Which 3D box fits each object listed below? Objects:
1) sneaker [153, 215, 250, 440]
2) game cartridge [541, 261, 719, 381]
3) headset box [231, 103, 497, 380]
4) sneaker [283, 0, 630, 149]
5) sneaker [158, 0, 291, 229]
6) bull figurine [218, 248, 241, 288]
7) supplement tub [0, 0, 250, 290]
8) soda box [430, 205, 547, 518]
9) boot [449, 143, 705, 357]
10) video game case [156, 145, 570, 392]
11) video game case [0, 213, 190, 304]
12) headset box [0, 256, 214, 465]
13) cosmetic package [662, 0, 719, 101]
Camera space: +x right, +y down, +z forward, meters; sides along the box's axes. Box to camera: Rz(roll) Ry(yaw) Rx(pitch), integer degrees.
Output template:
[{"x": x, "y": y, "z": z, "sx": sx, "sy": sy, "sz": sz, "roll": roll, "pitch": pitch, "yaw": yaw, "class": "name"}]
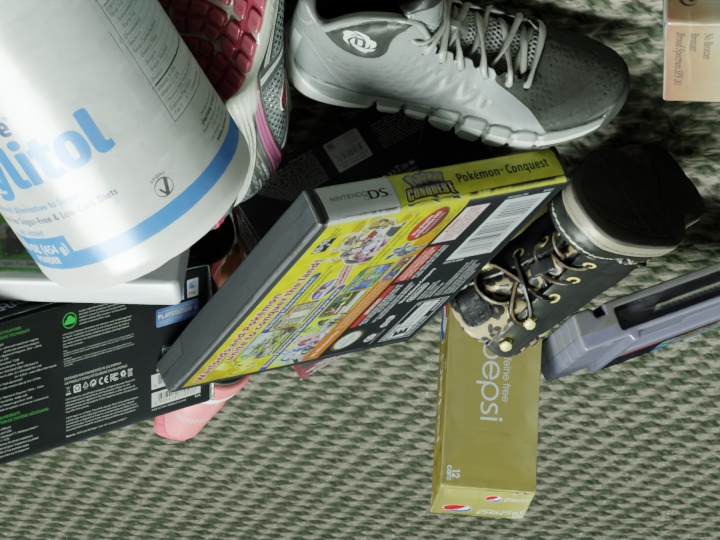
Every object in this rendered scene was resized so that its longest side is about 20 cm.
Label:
[{"x": -0.124, "y": 0.024, "z": 1.827, "sx": 0.074, "sy": 0.200, "sz": 0.087, "roll": 12, "pitch": 131, "yaw": -23, "class": "sneaker"}, {"x": 0.219, "y": 0.022, "z": 1.874, "sx": 0.199, "sy": 0.038, "sz": 0.130, "roll": -19, "pitch": 168, "yaw": -11, "class": "game cartridge"}, {"x": 0.005, "y": -0.021, "z": 1.769, "sx": 0.149, "sy": 0.077, "sz": 0.200, "roll": -29, "pitch": 160, "yaw": -10, "class": "headset box"}, {"x": 0.056, "y": -0.126, "z": 1.579, "sx": 0.199, "sy": 0.075, "sz": 0.116, "roll": 5, "pitch": 157, "yaw": -3, "class": "sneaker"}, {"x": -0.073, "y": -0.119, "z": 1.577, "sx": 0.081, "sy": 0.075, "sz": 0.200, "roll": 34, "pitch": 138, "yaw": 22, "class": "sneaker"}, {"x": -0.067, "y": 0.013, "z": 1.926, "sx": 0.065, "sy": 0.121, "sz": 0.200, "roll": 42, "pitch": 163, "yaw": 1, "class": "bull figurine"}, {"x": -0.157, "y": -0.102, "z": 1.480, "sx": 0.132, "sy": 0.132, "sz": 0.200, "roll": -12, "pitch": 125, "yaw": 35, "class": "supplement tub"}, {"x": 0.084, "y": 0.058, "z": 1.882, "sx": 0.064, "sy": 0.201, "sz": 0.068, "roll": 4, "pitch": 160, "yaw": -3, "class": "soda box"}, {"x": 0.120, "y": -0.008, "z": 1.734, "sx": 0.150, "sy": 0.073, "sz": 0.200, "roll": -37, "pitch": 177, "yaw": 21, "class": "boot"}, {"x": 0.000, "y": 0.000, "z": 1.648, "sx": 0.180, "sy": 0.026, "sz": 0.200, "roll": -12, "pitch": 157, "yaw": -36, "class": "video game case"}, {"x": -0.192, "y": -0.054, "z": 1.667, "sx": 0.199, "sy": 0.182, "sz": 0.022, "roll": 1, "pitch": 135, "yaw": 5, "class": "video game case"}, {"x": -0.214, "y": 0.028, "z": 1.718, "sx": 0.174, "sy": 0.093, "sz": 0.200, "roll": -15, "pitch": -155, "yaw": -35, "class": "headset box"}, {"x": 0.256, "y": -0.142, "z": 1.482, "sx": 0.199, "sy": 0.088, "sz": 0.103, "roll": 1, "pitch": 158, "yaw": 7, "class": "cosmetic package"}]
